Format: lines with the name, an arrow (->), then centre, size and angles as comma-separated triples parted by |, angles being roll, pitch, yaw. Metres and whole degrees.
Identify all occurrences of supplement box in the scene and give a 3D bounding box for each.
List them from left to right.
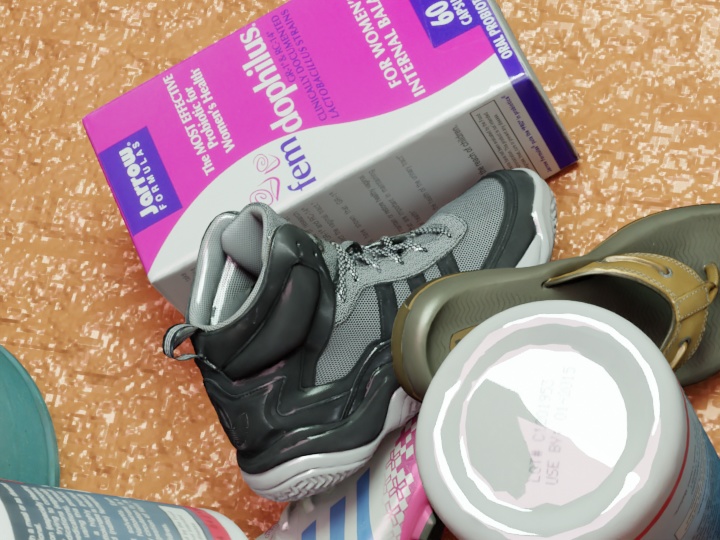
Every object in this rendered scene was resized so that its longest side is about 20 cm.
supplement box -> -0.014, -0.062, 1.272 | 0.200, 0.103, 0.101 | -30, 63, 6

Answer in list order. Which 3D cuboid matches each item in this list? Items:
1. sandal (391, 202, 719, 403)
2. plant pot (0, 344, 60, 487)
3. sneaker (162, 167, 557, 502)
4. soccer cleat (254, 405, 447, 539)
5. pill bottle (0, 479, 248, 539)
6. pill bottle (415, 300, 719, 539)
sandal -> 0.110, 0.019, 1.184 | 0.199, 0.055, 0.082 | -8, 94, -25
plant pot -> -0.270, 0.084, 1.238 | 0.199, 0.188, 0.201 | -9, 66, 20
sneaker -> 0.000, 0.000, 1.195 | 0.200, 0.114, 0.075 | -46, 27, -19
soccer cleat -> 0.001, 0.110, 1.219 | 0.086, 0.070, 0.201 | 22, 78, 23
pill bottle -> -0.151, 0.151, 1.162 | 0.119, 0.199, 0.120 | -21, 64, 50
pill bottle -> 0.097, 0.094, 1.122 | 0.108, 0.200, 0.109 | -6, 68, 15
